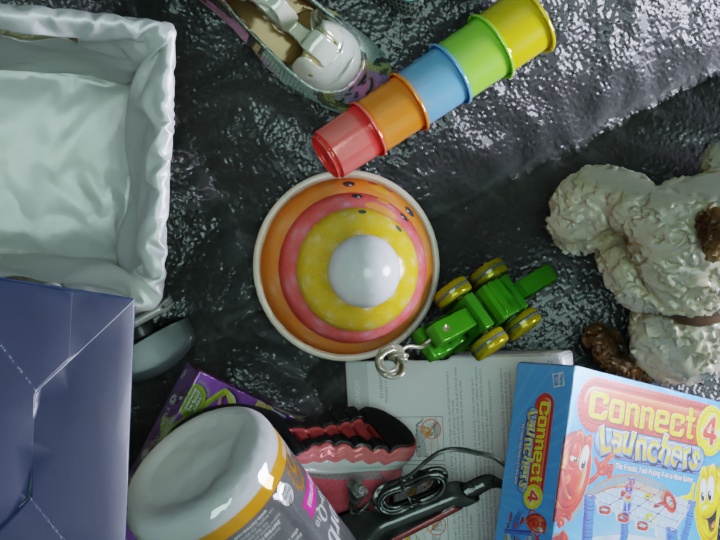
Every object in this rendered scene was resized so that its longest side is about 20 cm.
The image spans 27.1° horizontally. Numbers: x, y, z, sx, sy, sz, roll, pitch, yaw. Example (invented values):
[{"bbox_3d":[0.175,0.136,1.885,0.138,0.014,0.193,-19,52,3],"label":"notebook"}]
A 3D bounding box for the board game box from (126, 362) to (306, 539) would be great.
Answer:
[{"bbox_3d":[-0.126,0.183,1.124,0.120,0.032,0.201,30,87,-37],"label":"board game box"}]

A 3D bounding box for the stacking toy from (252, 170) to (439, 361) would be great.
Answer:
[{"bbox_3d":[0.000,0.000,1.069,0.145,0.200,0.148,0,93,-7],"label":"stacking toy"}]

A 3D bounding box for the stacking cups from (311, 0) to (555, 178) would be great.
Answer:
[{"bbox_3d":[0.054,-0.139,1.125,0.199,0.060,0.061,-35,96,-14],"label":"stacking cups"}]

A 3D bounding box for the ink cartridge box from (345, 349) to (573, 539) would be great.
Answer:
[{"bbox_3d":[0.081,0.164,1.165,0.175,0.045,0.202,-2,93,18],"label":"ink cartridge box"}]

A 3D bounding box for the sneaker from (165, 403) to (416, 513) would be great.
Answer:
[{"bbox_3d":[-0.053,0.154,1.103,0.199,0.074,0.087,4,114,-27],"label":"sneaker"}]

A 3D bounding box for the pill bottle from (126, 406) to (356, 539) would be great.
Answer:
[{"bbox_3d":[-0.063,0.198,1.012,0.116,0.116,0.201,-36,119,-5],"label":"pill bottle"}]

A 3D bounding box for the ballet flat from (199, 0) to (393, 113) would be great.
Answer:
[{"bbox_3d":[-0.055,-0.186,1.120,0.200,0.071,0.069,39,86,-7],"label":"ballet flat"}]

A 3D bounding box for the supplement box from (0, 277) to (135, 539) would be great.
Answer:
[{"bbox_3d":[-0.253,0.121,0.959,0.133,0.199,0.202,11,72,-36],"label":"supplement box"}]

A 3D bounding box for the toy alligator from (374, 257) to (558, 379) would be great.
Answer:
[{"bbox_3d":[0.073,0.045,1.128,0.199,0.054,0.059,-27,76,-37],"label":"toy alligator"}]

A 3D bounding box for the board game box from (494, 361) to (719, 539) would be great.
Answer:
[{"bbox_3d":[0.188,0.181,1.111,0.199,0.056,0.198,15,81,-41],"label":"board game box"}]

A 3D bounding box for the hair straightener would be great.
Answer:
[{"bbox_3d":[0.019,0.181,1.094,0.199,0.041,0.077,-23,140,7],"label":"hair straightener"}]

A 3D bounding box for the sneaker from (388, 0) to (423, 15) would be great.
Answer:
[{"bbox_3d":[0.020,-0.239,1.128,0.198,0.078,0.092,-4,97,-5],"label":"sneaker"}]

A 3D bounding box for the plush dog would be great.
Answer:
[{"bbox_3d":[0.256,0.010,1.143,0.198,0.161,0.173,-13,120,-5],"label":"plush dog"}]

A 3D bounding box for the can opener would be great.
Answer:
[{"bbox_3d":[-0.221,0.076,1.118,0.199,0.053,0.067,-26,95,-5],"label":"can opener"}]

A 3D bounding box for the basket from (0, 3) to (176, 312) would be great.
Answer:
[{"bbox_3d":[-0.232,-0.077,1.057,0.196,0.161,0.202,3,91,-7],"label":"basket"}]
